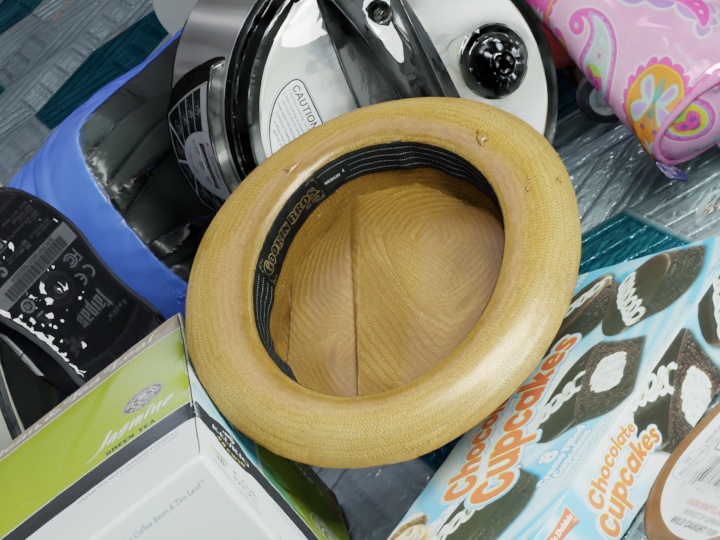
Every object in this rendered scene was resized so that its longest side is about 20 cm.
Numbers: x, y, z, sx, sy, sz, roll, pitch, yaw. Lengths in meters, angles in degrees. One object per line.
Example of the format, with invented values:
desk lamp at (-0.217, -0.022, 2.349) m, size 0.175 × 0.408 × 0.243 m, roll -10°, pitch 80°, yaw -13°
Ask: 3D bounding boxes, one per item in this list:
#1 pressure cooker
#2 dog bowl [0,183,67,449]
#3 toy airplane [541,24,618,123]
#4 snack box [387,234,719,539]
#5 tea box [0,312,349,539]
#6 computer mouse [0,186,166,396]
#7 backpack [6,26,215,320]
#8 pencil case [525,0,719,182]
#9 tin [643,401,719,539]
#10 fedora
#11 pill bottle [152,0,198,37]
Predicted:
pressure cooker at (0.004, -0.090, 1.366) m, size 0.179 × 0.176 × 0.200 m, roll -70°, pitch 20°, yaw 1°
dog bowl at (-0.234, 0.043, 1.603) m, size 0.074 × 0.200 × 0.200 m, roll -13°, pitch 21°, yaw 3°
toy airplane at (0.163, -0.194, 1.492) m, size 0.200 × 0.141 × 0.199 m, roll -16°, pitch 29°, yaw 52°
snack box at (0.093, 0.069, 1.172) m, size 0.116 × 0.037 × 0.200 m, roll -18°, pitch 28°, yaw 53°
tea box at (-0.115, 0.153, 1.232) m, size 0.200 × 0.134 × 0.197 m, roll -38°, pitch 19°, yaw 7°
computer mouse at (-0.166, 0.058, 1.491) m, size 0.140 × 0.200 × 0.046 m, roll -55°, pitch 7°, yaw -24°
backpack at (-0.120, -0.029, 1.619) m, size 0.168 × 0.163 × 0.200 m, roll -43°, pitch 3°, yaw 33°
pencil case at (0.129, -0.141, 1.348) m, size 0.087 × 0.200 × 0.087 m, roll -29°, pitch -26°, yaw -16°
tin at (0.191, 0.050, 1.029) m, size 0.200 × 0.042 × 0.112 m, roll -44°, pitch 23°, yaw -13°
fedora at (0.018, 0.016, 1.231) m, size 0.200 × 0.082 × 0.201 m, roll -11°, pitch 52°, yaw 15°
pill bottle at (-0.087, -0.267, 2.207) m, size 0.112 × 0.112 × 0.200 m, roll -18°, pitch 28°, yaw 49°
